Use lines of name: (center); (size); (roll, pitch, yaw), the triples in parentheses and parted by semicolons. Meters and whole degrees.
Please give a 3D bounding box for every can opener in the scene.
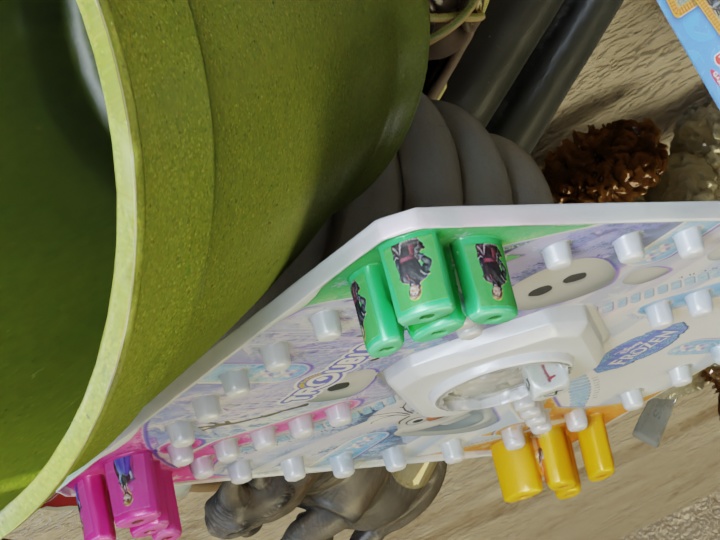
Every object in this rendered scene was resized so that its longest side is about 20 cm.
can opener: (0.028, -0.051, 0.888); (0.053, 0.067, 0.201); (24, 102, -39)

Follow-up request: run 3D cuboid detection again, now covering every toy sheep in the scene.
toy sheep: (0.000, 0.000, 0.763); (0.199, 0.139, 0.138); (9, 146, -32)

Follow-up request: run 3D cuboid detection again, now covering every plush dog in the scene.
plush dog: (0.125, 0.000, 1.174); (0.171, 0.161, 0.200); (19, 136, -33)

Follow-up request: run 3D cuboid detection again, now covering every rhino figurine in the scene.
rhino figurine: (-0.018, 0.088, 0.975); (0.088, 0.060, 0.200); (-49, 160, 7)

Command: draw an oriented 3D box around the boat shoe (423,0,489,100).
boat shoe: (0.016, -0.097, 0.782); (0.071, 0.060, 0.200); (-20, 163, -25)

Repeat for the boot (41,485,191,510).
boot: (-0.171, 0.073, 0.965); (0.143, 0.073, 0.200); (-3, 178, -25)

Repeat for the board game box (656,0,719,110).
board game box: (0.108, -0.113, 0.620); (0.037, 0.201, 0.151); (-38, 162, 31)

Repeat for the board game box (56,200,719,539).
board game box: (0.041, 0.032, 0.646); (0.199, 0.026, 0.200); (-2, 159, -35)

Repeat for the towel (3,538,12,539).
towel: (-0.205, 0.112, 0.882); (0.199, 0.035, 0.133); (14, 179, -8)

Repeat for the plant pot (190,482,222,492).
plant pot: (-0.014, 0.015, 1.036); (0.200, 0.093, 0.201); (-26, 165, -8)

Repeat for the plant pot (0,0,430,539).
plant pot: (-0.082, -0.051, 0.566); (0.200, 0.201, 0.193); (-37, 173, 33)
